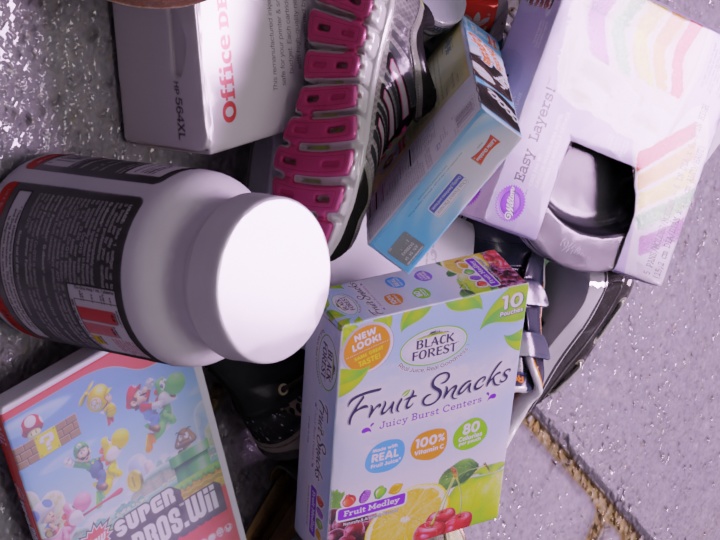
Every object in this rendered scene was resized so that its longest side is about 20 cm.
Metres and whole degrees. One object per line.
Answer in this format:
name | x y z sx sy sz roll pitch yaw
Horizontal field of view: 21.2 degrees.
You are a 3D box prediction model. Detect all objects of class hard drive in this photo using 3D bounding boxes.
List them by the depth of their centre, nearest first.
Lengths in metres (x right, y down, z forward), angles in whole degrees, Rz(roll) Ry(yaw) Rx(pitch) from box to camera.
hard drive | 0.000 0.000 1.314 0.200 0.026 0.133 23 65 -40

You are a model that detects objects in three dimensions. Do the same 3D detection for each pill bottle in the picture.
pill bottle | -0.123 -0.005 1.134 0.116 0.199 0.116 -11 105 -48

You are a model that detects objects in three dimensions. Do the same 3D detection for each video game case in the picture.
video game case | -0.150 0.135 1.234 0.143 0.017 0.201 -30 124 -30

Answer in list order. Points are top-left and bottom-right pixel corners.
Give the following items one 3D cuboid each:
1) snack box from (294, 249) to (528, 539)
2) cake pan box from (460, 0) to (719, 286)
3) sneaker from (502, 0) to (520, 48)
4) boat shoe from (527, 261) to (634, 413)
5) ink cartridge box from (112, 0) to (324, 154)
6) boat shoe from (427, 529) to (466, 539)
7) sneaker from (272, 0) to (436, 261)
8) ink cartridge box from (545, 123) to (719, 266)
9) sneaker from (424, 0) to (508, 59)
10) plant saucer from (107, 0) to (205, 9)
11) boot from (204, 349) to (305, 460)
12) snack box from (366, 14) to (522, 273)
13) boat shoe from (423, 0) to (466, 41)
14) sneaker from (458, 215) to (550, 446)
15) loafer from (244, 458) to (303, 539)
snack box | 0.032 0.094 1.293 0.142 0.053 0.201 -13 126 -26
cake pan box | 0.169 -0.100 1.374 0.184 0.052 0.201 20 91 -33
sneaker | 0.111 -0.192 1.470 0.200 0.084 0.073 -53 134 -26
boat shoe | 0.141 0.069 1.491 0.063 0.071 0.200 11 129 -38
ink cartridge box | -0.065 -0.169 1.264 0.200 0.084 0.147 -20 112 -46
boat shoe | 0.030 0.161 1.445 0.065 0.072 0.201 -18 103 -25
sneaker | 0.004 -0.098 1.238 0.087 0.074 0.201 14 85 -45
ink cartridge box | 0.174 -0.080 1.505 0.145 0.087 0.200 30 98 -48
sneaker | 0.067 -0.160 1.387 0.070 0.093 0.201 7 83 -10
plant saucer | -0.132 -0.252 1.131 0.200 0.037 0.201 11 65 -25
boot | -0.048 0.009 1.326 0.154 0.073 0.204 49 58 -39
snack box | 0.050 -0.088 1.274 0.037 0.200 0.116 35 109 -15
boat shoe | 0.026 -0.250 1.371 0.071 0.070 0.201 8 66 -40
sneaker | 0.102 0.043 1.414 0.078 0.079 0.201 1 106 -12
loafer | -0.031 0.155 1.372 0.072 0.073 0.201 38 66 -41
